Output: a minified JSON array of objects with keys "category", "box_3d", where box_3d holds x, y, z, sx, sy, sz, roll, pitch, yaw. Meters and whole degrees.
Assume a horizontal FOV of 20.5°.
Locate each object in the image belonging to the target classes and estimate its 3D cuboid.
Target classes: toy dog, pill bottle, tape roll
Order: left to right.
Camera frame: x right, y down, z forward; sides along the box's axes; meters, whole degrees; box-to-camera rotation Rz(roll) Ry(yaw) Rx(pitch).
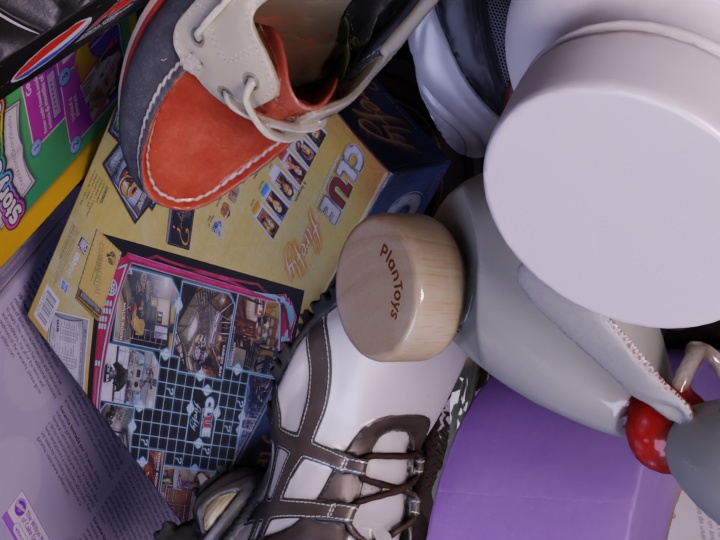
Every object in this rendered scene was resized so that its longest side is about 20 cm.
[{"category":"toy dog","box_3d":[0.082,0.003,0.619,0.199,0.131,0.097,20,112,33]},{"category":"tape roll","box_3d":[0.108,0.131,0.793,0.084,0.201,0.201,0,132,33]},{"category":"pill bottle","box_3d":[0.106,-0.081,0.572,0.110,0.201,0.112,18,139,16]}]

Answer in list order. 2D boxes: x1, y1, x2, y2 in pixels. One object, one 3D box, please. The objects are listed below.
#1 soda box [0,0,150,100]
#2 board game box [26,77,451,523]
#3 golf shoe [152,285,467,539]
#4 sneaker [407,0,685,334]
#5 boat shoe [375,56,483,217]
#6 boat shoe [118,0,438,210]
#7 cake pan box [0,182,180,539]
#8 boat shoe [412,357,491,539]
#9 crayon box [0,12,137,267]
[{"category":"soda box","box_3d":[-0.099,-0.113,0.664,0.063,0.200,0.071,51,138,-4]},{"category":"board game box","box_3d":[-0.056,-0.010,0.790,0.136,0.034,0.201,49,130,26]},{"category":"golf shoe","box_3d":[0.000,0.080,0.741,0.201,0.077,0.095,-58,47,29]},{"category":"sneaker","box_3d":[0.099,-0.057,0.707,0.113,0.076,0.201,-10,128,33]},{"category":"boat shoe","box_3d":[0.000,0.000,0.823,0.074,0.074,0.201,22,140,10]},{"category":"boat shoe","box_3d":[-0.020,-0.081,0.655,0.071,0.063,0.200,15,134,-33]},{"category":"cake pan box","box_3d":[-0.151,0.090,0.927,0.052,0.185,0.201,6,136,32]},{"category":"boat shoe","box_3d":[0.060,0.086,0.892,0.074,0.075,0.203,3,137,-3]},{"category":"crayon box","box_3d":[-0.145,-0.111,0.761,0.058,0.119,0.201,20,139,21]}]
